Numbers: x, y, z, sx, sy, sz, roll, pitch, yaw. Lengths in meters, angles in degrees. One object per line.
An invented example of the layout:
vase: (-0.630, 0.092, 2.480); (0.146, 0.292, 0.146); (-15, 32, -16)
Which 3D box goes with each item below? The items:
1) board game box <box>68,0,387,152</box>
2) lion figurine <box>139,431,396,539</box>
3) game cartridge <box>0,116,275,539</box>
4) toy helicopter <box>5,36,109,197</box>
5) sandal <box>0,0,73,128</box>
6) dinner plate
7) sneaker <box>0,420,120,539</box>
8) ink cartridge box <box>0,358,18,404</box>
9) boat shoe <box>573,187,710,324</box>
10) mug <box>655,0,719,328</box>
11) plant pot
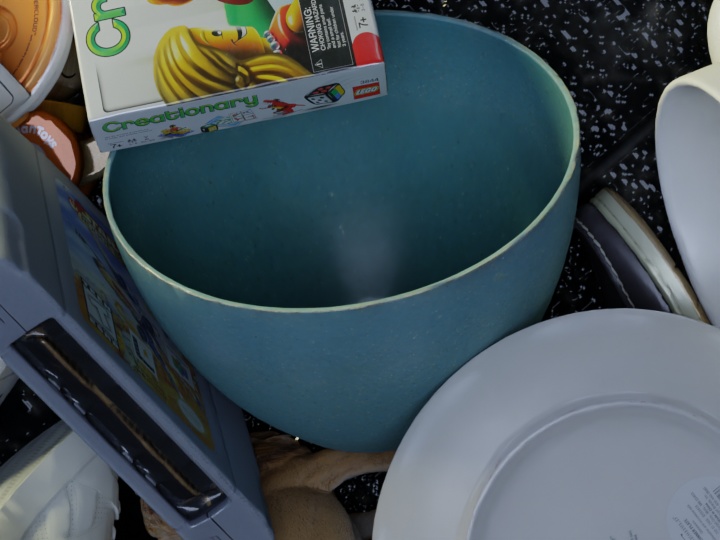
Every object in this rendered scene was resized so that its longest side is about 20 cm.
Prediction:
board game box: (-0.069, -0.157, 0.940); (0.126, 0.035, 0.201); (-12, 68, -1)
lion figurine: (-0.020, 0.131, 0.955); (0.122, 0.200, 0.073); (-9, 118, -16)
game cartridge: (-0.108, 0.025, 0.907); (0.041, 0.133, 0.200); (-31, 127, 12)
toy helicopter: (-0.176, -0.121, 0.981); (0.200, 0.079, 0.133); (34, 92, -1)
sandal: (-0.208, -0.068, 0.917); (0.207, 0.059, 0.079); (-41, 80, -5)
dinner plate: (0.104, 0.116, 0.870); (0.199, 0.024, 0.201); (-1, 97, -6)
sneaker: (-0.128, 0.144, 0.959); (0.074, 0.200, 0.116); (-34, 103, 28)
ink cartridge box: (-0.243, 0.043, 1.001); (0.145, 0.084, 0.200); (36, 98, 1)
boat shoe: (0.138, 0.061, 0.981); (0.065, 0.072, 0.201); (-27, 100, 2)
mug: (0.226, -0.062, 0.930); (0.175, 0.148, 0.201); (-20, 65, -10)
plant pot: (0.000, 0.000, 0.940); (0.199, 0.201, 0.135); (-6, 130, 5)
